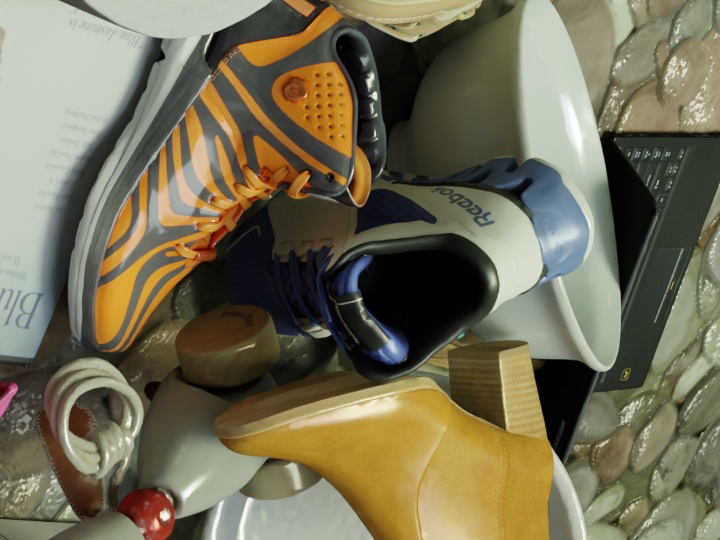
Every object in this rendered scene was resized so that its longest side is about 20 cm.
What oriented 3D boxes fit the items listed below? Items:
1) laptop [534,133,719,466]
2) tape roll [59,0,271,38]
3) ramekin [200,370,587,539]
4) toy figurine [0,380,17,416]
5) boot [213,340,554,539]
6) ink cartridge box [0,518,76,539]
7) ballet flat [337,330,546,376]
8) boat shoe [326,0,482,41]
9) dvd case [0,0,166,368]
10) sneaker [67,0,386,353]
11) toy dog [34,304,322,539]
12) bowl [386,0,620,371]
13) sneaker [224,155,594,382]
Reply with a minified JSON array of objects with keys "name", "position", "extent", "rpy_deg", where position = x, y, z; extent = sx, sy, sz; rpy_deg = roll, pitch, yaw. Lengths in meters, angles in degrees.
[{"name":"laptop","position":[0.168,0.019,1.505],"extent":[0.200,0.103,0.177],"rpy_deg":[-3,118,-47]},{"name":"tape roll","position":[-0.081,-0.202,1.081],"extent":[0.200,0.066,0.200],"rpy_deg":[-27,130,-38]},{"name":"ramekin","position":[0.012,0.150,1.344],"extent":[0.201,0.200,0.098],"rpy_deg":[-54,-174,-4]},{"name":"toy figurine","position":[-0.204,0.000,1.062],"extent":[0.200,0.150,0.184],"rpy_deg":[-64,153,-23]},{"name":"boot","position":[0.021,0.118,1.225],"extent":[0.201,0.071,0.144],"rpy_deg":[-10,97,-41]},{"name":"ink cartridge box","position":[-0.195,0.200,1.246],"extent":[0.200,0.084,0.146],"rpy_deg":[10,108,-52]},{"name":"ballet flat","position":[0.031,0.034,1.408],"extent":[0.072,0.068,0.200],"rpy_deg":[-44,150,17]},{"name":"boat shoe","position":[0.029,-0.139,1.225],"extent":[0.065,0.071,0.200],"rpy_deg":[-61,166,25]},{"name":"dvd case","position":[-0.167,-0.052,1.149],"extent":[0.143,0.018,0.200],"rpy_deg":[8,110,-51]},{"name":"sneaker","position":[-0.058,-0.036,1.191],"extent":[0.200,0.112,0.078],"rpy_deg":[-66,169,14]},{"name":"toy dog","position":[-0.106,0.092,1.217],"extent":[0.200,0.096,0.132],"rpy_deg":[-15,103,-50]},{"name":"bowl","position":[0.070,-0.039,1.331],"extent":[0.201,0.090,0.201],"rpy_deg":[-10,90,-74]},{"name":"sneaker","position":[0.001,0.000,1.217],"extent":[0.115,0.199,0.081],"rpy_deg":[-36,111,-49]}]
